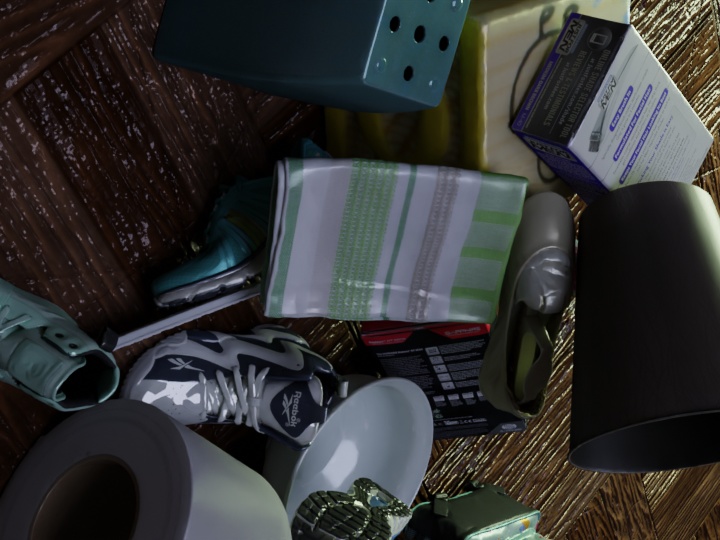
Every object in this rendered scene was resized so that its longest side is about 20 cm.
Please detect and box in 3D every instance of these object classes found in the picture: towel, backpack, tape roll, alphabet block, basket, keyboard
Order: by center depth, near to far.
[{"bbox_3d":[-0.171,0.218,0.923,0.204,0.202,0.139,-58,139,-10],"label":"tape roll"},{"bbox_3d":[0.024,-0.017,0.946,0.198,0.031,0.150,3,127,-9],"label":"towel"},{"bbox_3d":[0.242,0.042,0.955,0.136,0.179,0.202,34,48,-51],"label":"basket"},{"bbox_3d":[-0.139,0.035,0.989,0.199,0.056,0.011,-21,93,-40],"label":"keyboard"},{"bbox_3d":[0.099,-0.165,1.048,0.199,0.195,0.197,-26,124,-37],"label":"alphabet block"},{"bbox_3d":[0.126,0.364,1.351,0.175,0.153,0.202,-7,119,-51],"label":"backpack"}]

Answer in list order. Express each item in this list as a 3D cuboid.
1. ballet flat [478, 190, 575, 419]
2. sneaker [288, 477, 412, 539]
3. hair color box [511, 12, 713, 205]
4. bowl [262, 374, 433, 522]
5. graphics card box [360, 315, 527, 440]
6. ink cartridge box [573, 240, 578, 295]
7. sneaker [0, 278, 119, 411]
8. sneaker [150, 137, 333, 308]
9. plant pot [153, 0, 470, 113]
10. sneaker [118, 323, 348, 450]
[{"bbox_3d":[0.147,0.036,0.998,0.069,0.069,0.202,-17,125,-42],"label":"ballet flat"},{"bbox_3d":[-0.016,0.241,1.029,0.090,0.078,0.200,-61,161,6],"label":"sneaker"},{"bbox_3d":[0.216,-0.114,1.000,0.200,0.065,0.110,34,82,-50],"label":"hair color box"},{"bbox_3d":[-0.028,0.179,1.141,0.200,0.090,0.203,-25,126,-39],"label":"bowl"},{"bbox_3d":[0.088,0.096,1.193,0.201,0.124,0.051,63,24,-45],"label":"graphics card box"},{"bbox_3d":[0.129,-0.037,1.110,0.118,0.200,0.042,8,108,-20],"label":"ink cartridge box"},{"bbox_3d":[-0.253,0.040,0.818,0.200,0.118,0.074,24,91,-48],"label":"sneaker"},{"bbox_3d":[-0.098,-0.037,1.002,0.199,0.077,0.080,-38,98,-22],"label":"sneaker"},{"bbox_3d":[-0.027,-0.192,0.895,0.141,0.199,0.143,8,102,-48],"label":"plant pot"},{"bbox_3d":[-0.094,0.105,1.009,0.198,0.129,0.080,-3,108,-47],"label":"sneaker"}]
